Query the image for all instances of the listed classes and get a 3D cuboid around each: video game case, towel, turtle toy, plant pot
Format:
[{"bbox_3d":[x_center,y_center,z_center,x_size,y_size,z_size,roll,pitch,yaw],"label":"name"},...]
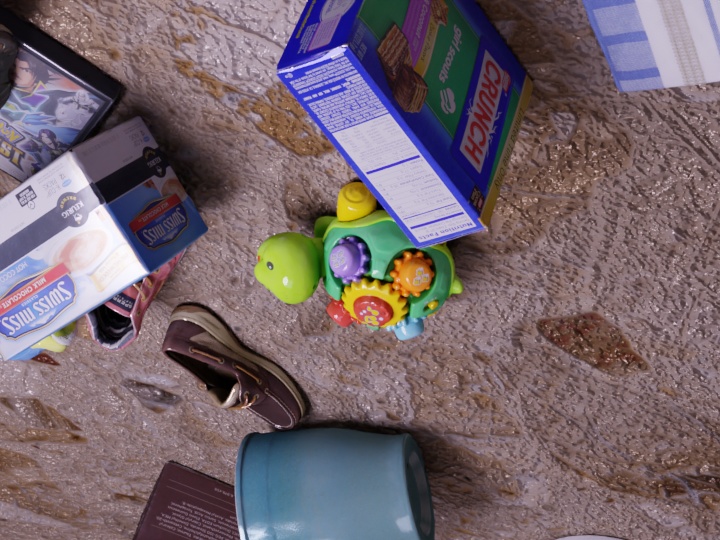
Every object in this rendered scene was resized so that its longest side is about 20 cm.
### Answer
[{"bbox_3d":[-0.349,-0.174,1.378,0.199,0.026,0.181,33,138,-16],"label":"video game case"},{"bbox_3d":[0.271,-0.203,1.106,0.198,0.024,0.147,-5,137,29],"label":"towel"},{"bbox_3d":[0.000,0.000,1.380,0.198,0.102,0.146,12,140,8],"label":"turtle toy"},{"bbox_3d":[-0.020,0.265,1.632,0.186,0.201,0.201,-12,133,13],"label":"plant pot"}]

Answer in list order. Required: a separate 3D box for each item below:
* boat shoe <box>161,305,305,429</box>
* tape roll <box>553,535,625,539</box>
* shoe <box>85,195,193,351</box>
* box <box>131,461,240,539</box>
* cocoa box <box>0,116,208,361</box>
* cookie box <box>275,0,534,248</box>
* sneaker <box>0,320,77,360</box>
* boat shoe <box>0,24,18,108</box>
[{"bbox_3d":[-0.142,0.124,1.599,0.072,0.072,0.200,-18,128,37],"label":"boat shoe"},{"bbox_3d":[0.285,0.428,1.728,0.201,0.140,0.204,11,140,10],"label":"tape roll"},{"bbox_3d":[-0.224,0.001,1.477,0.071,0.092,0.200,25,140,-8],"label":"shoe"},{"bbox_3d":[-0.217,0.383,1.826,0.163,0.201,0.166,23,140,-5],"label":"box"},{"bbox_3d":[-0.271,-0.029,1.371,0.199,0.133,0.132,-29,97,27],"label":"cocoa box"},{"bbox_3d":[0.042,-0.150,1.141,0.075,0.172,0.200,-13,132,37],"label":"cookie box"},{"bbox_3d":[-0.392,0.039,1.482,0.199,0.076,0.105,35,132,-27],"label":"sneaker"},{"bbox_3d":[-0.359,-0.181,1.307,0.074,0.075,0.200,51,146,3],"label":"boat shoe"}]
